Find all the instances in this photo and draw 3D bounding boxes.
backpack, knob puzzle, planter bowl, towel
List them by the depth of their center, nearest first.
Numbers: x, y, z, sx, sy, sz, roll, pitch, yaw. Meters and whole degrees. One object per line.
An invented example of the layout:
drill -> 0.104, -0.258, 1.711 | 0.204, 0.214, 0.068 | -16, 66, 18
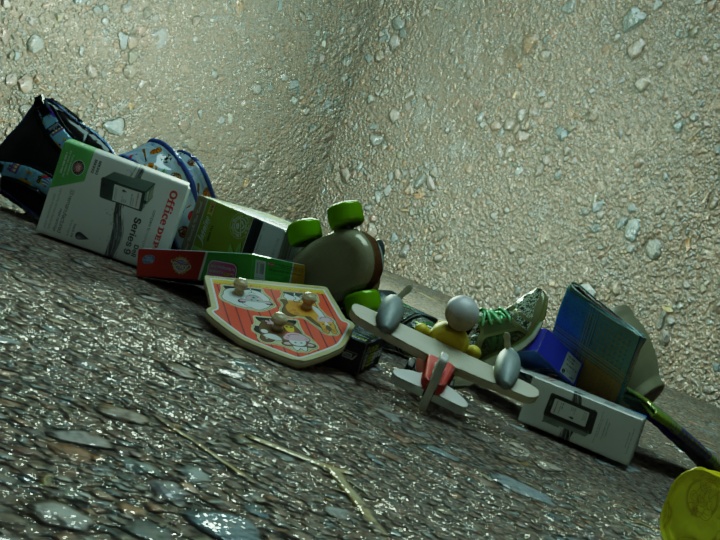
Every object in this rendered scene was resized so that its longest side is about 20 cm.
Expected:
knob puzzle -> -0.096, 0.055, 1.251 | 0.215, 0.031, 0.220 | 14, 23, -6
towel -> 0.471, 0.251, 1.461 | 0.199, 0.023, 0.144 | 41, 1, -11
towel -> 0.336, 0.135, 1.481 | 0.021, 0.203, 0.146 | -18, 43, -34
planter bowl -> 0.398, 0.173, 1.599 | 0.135, 0.201, 0.199 | 50, 17, 25
backpack -> -0.491, -0.160, 1.655 | 0.198, 0.184, 0.135 | 34, -11, 11
backpack -> -0.335, -0.128, 1.721 | 0.198, 0.154, 0.193 | 22, -38, 41

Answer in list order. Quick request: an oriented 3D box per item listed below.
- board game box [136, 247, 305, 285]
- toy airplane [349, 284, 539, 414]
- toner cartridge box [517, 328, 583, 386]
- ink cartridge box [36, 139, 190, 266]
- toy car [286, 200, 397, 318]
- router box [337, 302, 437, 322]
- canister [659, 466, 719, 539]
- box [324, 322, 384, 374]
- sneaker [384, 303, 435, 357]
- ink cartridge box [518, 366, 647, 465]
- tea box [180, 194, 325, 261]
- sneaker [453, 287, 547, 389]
board game box -> -0.201, 0.000, 1.455 | 0.197, 0.041, 0.152 | 3, -4, 27
toy airplane -> 0.105, 0.098, 1.257 | 0.198, 0.143, 0.198 | 21, 6, -40
toner cartridge box -> 0.234, 0.135, 1.527 | 0.095, 0.044, 0.199 | 42, -26, -23
ink cartridge box -> -0.375, -0.098, 1.538 | 0.197, 0.148, 0.084 | 19, 3, -11
toy car -> 0.000, 0.000, 1.547 | 0.156, 0.167, 0.199 | -20, -14, 32
router box -> 0.026, 0.075, 1.840 | 0.148, 0.063, 0.199 | 19, 3, -36
canister -> 0.400, 0.260, 0.939 | 0.198, 0.088, 0.148 | 19, 3, -34
box -> -0.072, 0.080, 1.369 | 0.197, 0.045, 0.160 | 20, 4, 10
sneaker -> 0.100, 0.108, 1.627 | 0.197, 0.079, 0.085 | 19, 4, -25
ink cartridge box -> 0.292, 0.198, 1.395 | 0.197, 0.069, 0.116 | 21, 1, 19
tea box -> -0.164, -0.022, 1.664 | 0.194, 0.136, 0.199 | 21, 4, 29
sneaker -> 0.185, 0.083, 1.447 | 0.089, 0.199, 0.077 | 54, -7, -26
